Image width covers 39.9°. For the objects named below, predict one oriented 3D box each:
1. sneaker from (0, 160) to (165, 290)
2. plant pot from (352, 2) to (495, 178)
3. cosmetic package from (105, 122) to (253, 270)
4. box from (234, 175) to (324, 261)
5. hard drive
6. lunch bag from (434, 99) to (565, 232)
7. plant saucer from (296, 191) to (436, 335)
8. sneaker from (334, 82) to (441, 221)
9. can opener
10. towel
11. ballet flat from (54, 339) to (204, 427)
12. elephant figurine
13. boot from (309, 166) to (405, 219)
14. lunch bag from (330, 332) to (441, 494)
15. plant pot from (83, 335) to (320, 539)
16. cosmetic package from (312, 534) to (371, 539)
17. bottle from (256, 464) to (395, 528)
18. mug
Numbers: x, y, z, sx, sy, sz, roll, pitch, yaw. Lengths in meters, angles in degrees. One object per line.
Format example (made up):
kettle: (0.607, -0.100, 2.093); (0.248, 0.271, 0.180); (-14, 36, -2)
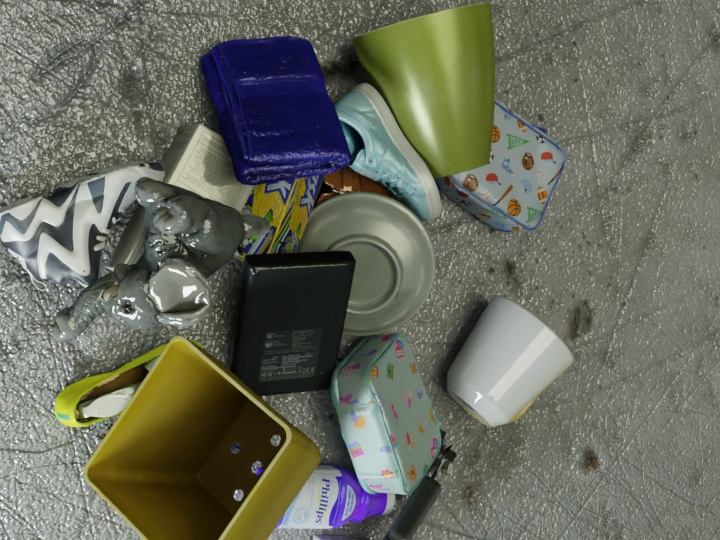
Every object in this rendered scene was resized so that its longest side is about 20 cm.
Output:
sneaker: (-0.307, -0.043, 1.152); (0.198, 0.079, 0.130); (-26, 108, -26)
plant pot: (0.102, -0.228, 1.308); (0.186, 0.187, 0.201); (-18, 100, -28)
cosmetic package: (-0.213, -0.067, 1.209); (0.103, 0.073, 0.201); (33, 78, -27)
box: (-0.099, -0.101, 1.264); (0.064, 0.070, 0.201); (32, 76, -63)
hard drive: (-0.088, 0.069, 1.256); (0.139, 0.033, 0.201); (-3, 124, -22)
lunch bag: (0.204, -0.156, 1.448); (0.199, 0.075, 0.161); (30, 77, -28)
plant saucer: (0.000, 0.000, 1.294); (0.198, 0.050, 0.202); (1, 110, 2)
sneaker: (0.025, -0.138, 1.287); (0.082, 0.074, 0.201); (-37, 97, -21)
can opener: (0.081, 0.311, 1.401); (0.066, 0.053, 0.200); (29, 46, 8)
towel: (-0.103, -0.201, 1.202); (0.147, 0.050, 0.201); (-11, 61, -15)
ballet flat: (-0.268, 0.141, 1.197); (0.199, 0.067, 0.067); (-20, 103, -28)
elephant figurine: (-0.223, 0.008, 1.110); (0.201, 0.154, 0.141); (-70, 162, 4)
boot: (0.000, -0.052, 1.333); (0.154, 0.077, 0.202); (9, 90, -30)
lunch bag: (0.038, 0.195, 1.349); (0.160, 0.077, 0.201); (-47, 124, -57)
plant pot: (-0.162, 0.226, 1.172); (0.201, 0.200, 0.176); (-55, 151, 1)
cosmetic package: (0.017, 0.423, 1.310); (0.103, 0.200, 0.088); (15, 87, -31)
bottle: (-0.047, 0.306, 1.341); (0.199, 0.065, 0.084); (10, 91, -31)
mug: (0.217, 0.154, 1.445); (0.187, 0.149, 0.153); (44, 80, -19)
